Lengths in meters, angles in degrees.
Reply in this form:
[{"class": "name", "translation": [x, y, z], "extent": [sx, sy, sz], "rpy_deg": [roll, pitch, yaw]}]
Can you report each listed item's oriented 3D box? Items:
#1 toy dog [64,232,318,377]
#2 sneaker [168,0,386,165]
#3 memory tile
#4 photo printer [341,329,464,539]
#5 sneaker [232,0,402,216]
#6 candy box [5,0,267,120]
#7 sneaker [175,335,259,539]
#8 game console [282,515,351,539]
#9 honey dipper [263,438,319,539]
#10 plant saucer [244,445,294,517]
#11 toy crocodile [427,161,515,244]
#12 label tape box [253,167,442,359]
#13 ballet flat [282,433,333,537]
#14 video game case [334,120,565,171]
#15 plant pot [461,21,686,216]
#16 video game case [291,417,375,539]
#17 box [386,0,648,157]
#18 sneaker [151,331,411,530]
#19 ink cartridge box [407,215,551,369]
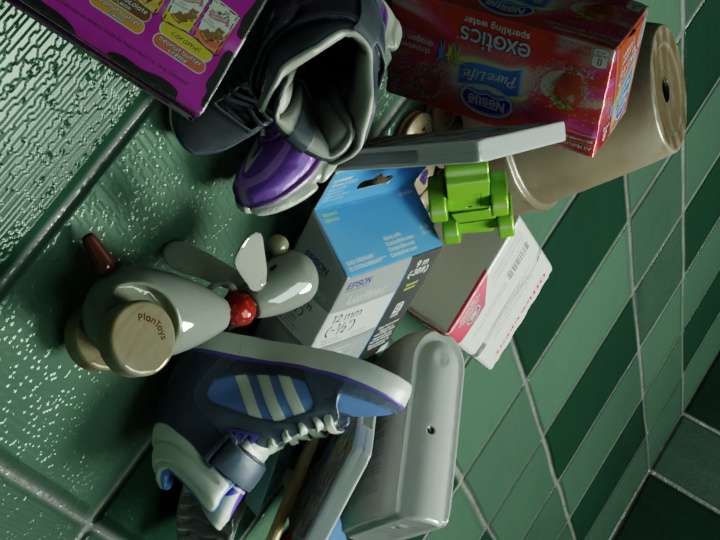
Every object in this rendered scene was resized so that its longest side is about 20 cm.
[{"class": "toy dog", "translation": [-0.126, 0.005, 0.754], "extent": [0.199, 0.130, 0.098], "rpy_deg": [-27, 105, -58]}, {"class": "sneaker", "translation": [-0.059, -0.107, 0.658], "extent": [0.076, 0.148, 0.202], "rpy_deg": [28, 129, -30]}, {"class": "memory tile", "translation": [0.043, -0.080, 1.042], "extent": [0.200, 0.017, 0.155], "rpy_deg": [-46, 148, -28]}, {"class": "photo printer", "translation": [0.043, 0.166, 1.080], "extent": [0.166, 0.068, 0.204], "rpy_deg": [136, -34, -60]}, {"class": "sneaker", "translation": [-0.048, -0.137, 0.804], "extent": [0.083, 0.080, 0.203], "rpy_deg": [39, 73, -44]}, {"class": "candy box", "translation": [-0.097, -0.205, 0.577], "extent": [0.202, 0.135, 0.061], "rpy_deg": [-59, -164, -3]}, {"class": "sneaker", "translation": [-0.119, 0.148, 0.936], "extent": [0.082, 0.073, 0.203], "rpy_deg": [-64, 172, -75]}, {"class": "game console", "translation": [-0.062, 0.360, 1.232], "extent": [0.177, 0.031, 0.202], "rpy_deg": [-47, 149, -26]}, {"class": "honey dipper", "translation": [-0.054, 0.176, 0.991], "extent": [0.203, 0.037, 0.038], "rpy_deg": [-66, 155, -20]}, {"class": "plant saucer", "translation": [-0.075, 0.166, 0.965], "extent": [0.200, 0.019, 0.071], "rpy_deg": [-16, 124, -88]}, {"class": "toy crocodile", "translation": [0.095, -0.066, 0.914], "extent": [0.200, 0.066, 0.063], "rpy_deg": [45, 40, -74]}, {"class": "label tape box", "translation": [0.000, 0.000, 0.936], "extent": [0.142, 0.066, 0.202], "rpy_deg": [-19, 146, -49]}, {"class": "ballet flat", "translation": [-0.041, 0.189, 1.073], "extent": [0.067, 0.072, 0.203], "rpy_deg": [-5, 119, -58]}, {"class": "video game case", "translation": [0.045, -0.098, 0.850], "extent": [0.142, 0.197, 0.018], "rpy_deg": [-19, 106, -51]}, {"class": "plant pot", "translation": [0.212, -0.160, 1.015], "extent": [0.199, 0.171, 0.204], "rpy_deg": [7, 82, -57]}, {"class": "video game case", "translation": [-0.024, 0.181, 0.929], "extent": [0.145, 0.018, 0.200], "rpy_deg": [-64, -178, 12]}, {"class": "box", "translation": [0.128, -0.185, 0.889], "extent": [0.096, 0.197, 0.101], "rpy_deg": [-47, 151, -43]}, {"class": "sneaker", "translation": [-0.068, 0.135, 0.832], "extent": [0.081, 0.196, 0.149], "rpy_deg": [65, 37, -72]}, {"class": "ink cartridge box", "translation": [0.129, 0.012, 1.180], "extent": [0.146, 0.084, 0.200], "rpy_deg": [-58, 155, -2]}]
